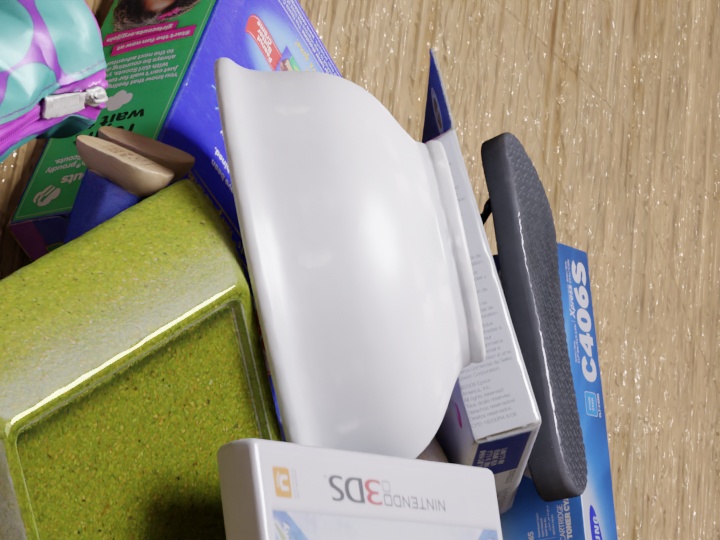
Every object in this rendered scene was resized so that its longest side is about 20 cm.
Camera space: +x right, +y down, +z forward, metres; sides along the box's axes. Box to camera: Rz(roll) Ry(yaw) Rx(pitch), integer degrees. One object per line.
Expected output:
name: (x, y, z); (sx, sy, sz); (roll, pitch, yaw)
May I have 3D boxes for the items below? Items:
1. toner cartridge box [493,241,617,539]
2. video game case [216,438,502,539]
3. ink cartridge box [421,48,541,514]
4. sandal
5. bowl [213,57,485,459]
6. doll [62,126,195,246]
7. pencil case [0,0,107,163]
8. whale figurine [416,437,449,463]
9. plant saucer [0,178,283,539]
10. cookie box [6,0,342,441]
toner cartridge box: (0.086, 0.092, 1.521); (0.043, 0.095, 0.201); (16, 65, -57)
video game case: (0.014, 0.171, 1.080); (0.182, 0.022, 0.201); (13, 66, -56)
ink cartridge box: (0.042, 0.014, 1.424); (0.196, 0.043, 0.201); (92, -18, -73)
sandal: (0.081, 0.023, 1.464); (0.076, 0.043, 0.202); (30, 51, -67)
bowl: (0.000, 0.000, 1.170); (0.201, 0.090, 0.202); (-12, 90, -90)
doll: (-0.126, 0.044, 1.137); (0.136, 0.048, 0.201); (-44, 154, -77)
pencil case: (-0.172, -0.056, 1.058); (0.200, 0.092, 0.086); (-47, 153, -55)
whale figurine: (0.003, 0.132, 1.380); (0.201, 0.103, 0.160); (-105, 176, -48)
plant saucer: (-0.090, 0.092, 1.057); (0.200, 0.048, 0.201); (-32, 118, -45)
cookie box: (-0.068, -0.034, 1.318); (0.172, 0.075, 0.201); (58, 33, -33)
